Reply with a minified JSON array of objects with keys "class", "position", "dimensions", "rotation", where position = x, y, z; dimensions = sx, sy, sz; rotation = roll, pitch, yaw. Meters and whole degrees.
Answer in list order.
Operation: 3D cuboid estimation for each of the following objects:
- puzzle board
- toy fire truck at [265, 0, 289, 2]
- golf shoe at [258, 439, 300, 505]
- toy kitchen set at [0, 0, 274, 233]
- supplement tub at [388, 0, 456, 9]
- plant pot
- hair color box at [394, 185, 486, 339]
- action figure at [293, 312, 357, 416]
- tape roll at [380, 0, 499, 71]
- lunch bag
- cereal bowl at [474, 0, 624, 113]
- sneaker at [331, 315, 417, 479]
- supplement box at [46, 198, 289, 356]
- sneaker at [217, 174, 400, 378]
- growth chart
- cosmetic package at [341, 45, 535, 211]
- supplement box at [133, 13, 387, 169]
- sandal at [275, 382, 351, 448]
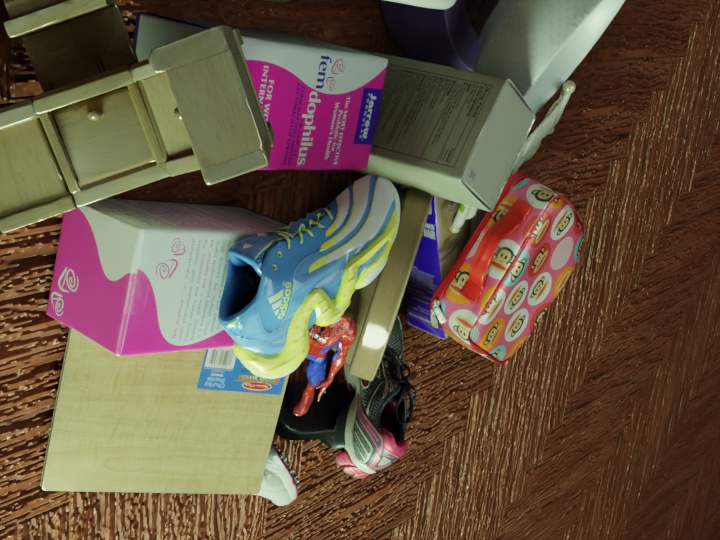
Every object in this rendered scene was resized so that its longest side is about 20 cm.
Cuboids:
[{"class":"puzzle board","position":[-0.165,0.124,0.856],"dimensions":[0.198,0.017,0.152],"rotation":[7,107,-27]},{"class":"toy fire truck","position":[-0.094,-0.321,0.723],"dimensions":[0.177,0.199,0.129],"rotation":[-56,178,17]},{"class":"golf shoe","position":[-0.125,0.184,0.975],"dimensions":[0.091,0.075,0.201],"rotation":[-34,136,-9]},{"class":"toy kitchen set","position":[-0.173,-0.122,0.610],"dimensions":[0.198,0.181,0.164],"rotation":[-19,104,0]},{"class":"supplement tub","position":[0.029,-0.335,0.839],"dimensions":[0.144,0.144,0.202],"rotation":[-10,114,-49]},{"class":"plant pot","position":[0.000,0.000,0.976],"dimensions":[0.201,0.092,0.203],"rotation":[-161,-90,-90]},{"class":"hair color box","position":[0.103,-0.035,1.149],"dimensions":[0.109,0.064,0.201],"rotation":[-35,131,-36]},{"class":"action figure","position":[-0.047,0.079,0.923],"dimensions":[0.052,0.065,0.200],"rotation":[-50,173,-36]},{"class":"tape roll","position":[0.113,-0.309,1.010],"dimensions":[0.199,0.085,0.202],"rotation":[-27,127,-41]},{"class":"lunch bag","position":[0.164,-0.002,1.098],"dimensions":[0.201,0.082,0.176],"rotation":[-57,150,0]},{"class":"cereal bowl","position":[0.175,-0.234,0.955],"dimensions":[0.200,0.083,0.200],"rotation":[-49,173,-8]},{"class":"sneaker","position":[0.028,0.127,1.065],"dimensions":[0.080,0.074,0.201],"rotation":[33,46,-32]},{"class":"supplement box","position":[-0.144,0.002,0.820],"dimensions":[0.199,0.103,0.102],"rotation":[0,107,-54]},{"class":"sneaker","position":[-0.043,-0.012,0.796],"dimensions":[0.201,0.075,0.105],"rotation":[-58,141,-14]},{"class":"growth chart","position":[0.165,-0.119,1.064],"dimensions":[0.200,0.018,0.145],"rotation":[-46,171,-19]},{"class":"cosmetic package","position":[0.048,-0.135,0.914],"dimensions":[0.073,0.199,0.104],"rotation":[36,79,-52]},{"class":"supplement box","position":[-0.082,-0.144,0.815],"dimensions":[0.199,0.103,0.102],"rotation":[-9,114,-51]},{"class":"sandal","position":[-0.034,0.162,1.079],"dimensions":[0.199,0.076,0.048],"rotation":[17,138,-43]}]
